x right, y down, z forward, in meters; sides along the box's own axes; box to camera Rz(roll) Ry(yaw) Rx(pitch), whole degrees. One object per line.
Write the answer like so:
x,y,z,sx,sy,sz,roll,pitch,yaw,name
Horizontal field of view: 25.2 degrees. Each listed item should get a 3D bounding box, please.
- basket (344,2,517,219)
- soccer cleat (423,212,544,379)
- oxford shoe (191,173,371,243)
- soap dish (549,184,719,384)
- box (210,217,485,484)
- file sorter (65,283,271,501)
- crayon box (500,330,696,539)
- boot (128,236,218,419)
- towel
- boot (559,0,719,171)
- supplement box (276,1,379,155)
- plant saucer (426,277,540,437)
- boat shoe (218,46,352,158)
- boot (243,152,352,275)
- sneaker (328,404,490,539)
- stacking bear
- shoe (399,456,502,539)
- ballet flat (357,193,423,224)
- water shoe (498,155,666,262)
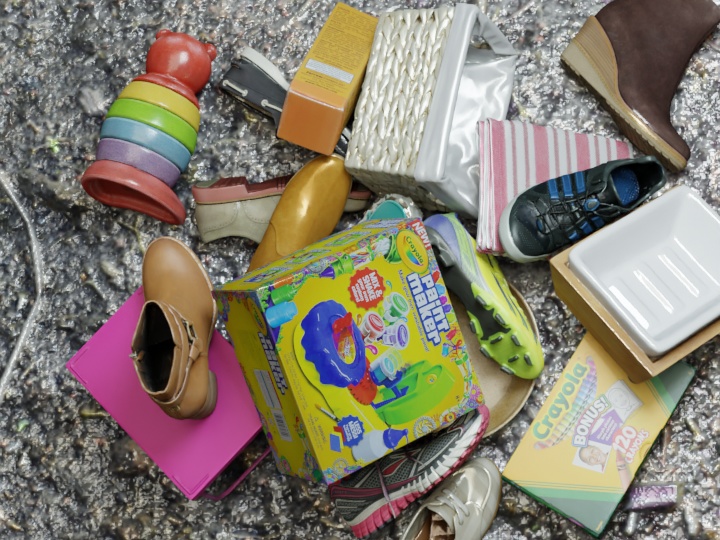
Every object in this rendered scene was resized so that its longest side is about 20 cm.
0.075,-0.170,1.724,0.123,0.135,0.201,6,76,28,basket
0.134,0.022,1.681,0.084,0.065,0.201,-33,82,-41,soccer cleat
-0.085,-0.066,1.782,0.198,0.070,0.075,-1,104,7,oxford shoe
0.306,0.015,1.641,0.199,0.081,0.158,-28,66,-31,soap dish
-0.012,0.075,1.589,0.192,0.122,0.201,-25,101,-24,box
-0.181,0.129,1.708,0.139,0.125,0.200,-46,73,-2,file sorter
0.247,0.161,1.667,0.118,0.058,0.201,30,83,14,crayon box
-0.195,0.047,1.583,0.076,0.155,0.202,-9,75,9,boot
0.209,-0.078,1.702,0.199,0.030,0.148,7,75,-26,towel
0.332,-0.224,1.737,0.166,0.072,0.200,-39,70,1,boot
-0.028,-0.209,1.736,0.068,0.067,0.201,19,40,1,supplement box
0.094,0.089,1.720,0.199,0.035,0.202,-2,76,8,plant saucer
-0.076,-0.171,1.791,0.200,0.074,0.060,40,86,18,boat shoe
-0.071,-0.017,1.688,0.070,0.144,0.202,29,112,-12,boot
0.050,0.196,1.652,0.200,0.081,0.075,-39,84,18,sneaker
-0.226,-0.172,1.801,0.121,0.114,0.201,16,75,12,stacking bear
0.081,0.280,1.667,0.070,0.053,0.201,34,84,15,shoe
0.000,0.000,1.736,0.200,0.072,0.072,-46,73,18,ballet flat
0.227,-0.073,1.647,0.199,0.079,0.072,-28,91,-30,water shoe
